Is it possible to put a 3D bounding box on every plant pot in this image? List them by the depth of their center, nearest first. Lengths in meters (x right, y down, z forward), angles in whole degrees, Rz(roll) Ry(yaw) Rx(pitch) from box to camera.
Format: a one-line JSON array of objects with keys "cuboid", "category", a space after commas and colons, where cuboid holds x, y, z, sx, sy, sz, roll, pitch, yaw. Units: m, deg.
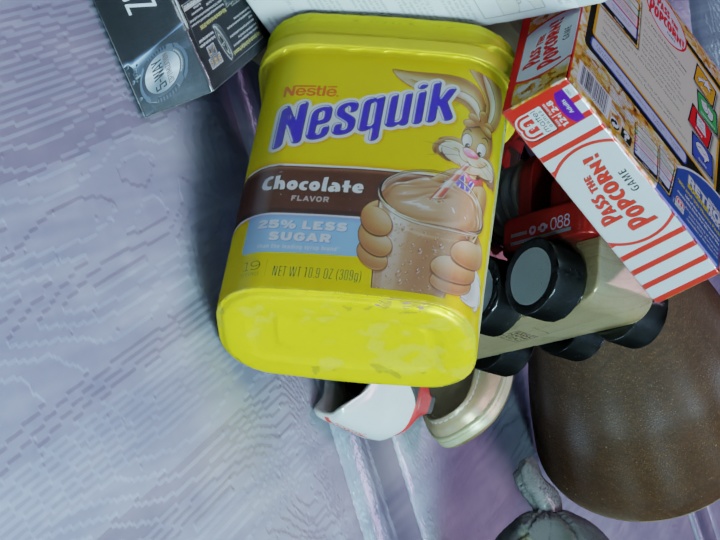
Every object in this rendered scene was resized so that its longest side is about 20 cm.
[{"cuboid": [0.199, 0.055, 1.645, 0.200, 0.187, 0.187, 65, 15, -49], "category": "plant pot"}]

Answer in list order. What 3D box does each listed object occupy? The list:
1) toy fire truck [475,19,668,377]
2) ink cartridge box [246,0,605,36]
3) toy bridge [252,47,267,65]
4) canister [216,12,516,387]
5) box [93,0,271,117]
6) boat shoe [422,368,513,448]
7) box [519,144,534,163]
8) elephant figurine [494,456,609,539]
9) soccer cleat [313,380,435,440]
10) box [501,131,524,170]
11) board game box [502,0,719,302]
[{"cuboid": [0.090, -0.053, 1.363, 0.129, 0.176, 0.200, 17, 69, -36], "category": "toy fire truck"}, {"cuboid": [0.016, -0.194, 1.224, 0.163, 0.200, 0.057, 53, 32, -45], "category": "ink cartridge box"}, {"cuboid": [-0.052, -0.139, 1.401, 0.067, 0.027, 0.200, 31, 43, -66], "category": "toy bridge"}, {"cuboid": [0.006, -0.039, 1.223, 0.087, 0.148, 0.200, 86, 10, -51], "category": "canister"}, {"cuboid": [-0.106, -0.188, 1.256, 0.200, 0.043, 0.160, -58, 127, -69], "category": "box"}, {"cuboid": [0.056, 0.036, 1.485, 0.065, 0.072, 0.200, 46, 27, -30], "category": "boat shoe"}, {"cuboid": [0.098, -0.080, 1.595, 0.200, 0.038, 0.137, -112, -156, -48], "category": "box"}, {"cuboid": [0.131, 0.252, 1.423, 0.141, 0.155, 0.200, 31, -19, 31], "category": "elephant figurine"}, {"cuboid": [0.000, 0.000, 1.317, 0.085, 0.069, 0.200, 9, 76, -51], "category": "soccer cleat"}, {"cuboid": [0.059, -0.150, 1.385, 0.039, 0.137, 0.200, 45, -50, 45], "category": "box"}, {"cuboid": [0.155, -0.100, 1.291, 0.152, 0.046, 0.200, 49, 31, -22], "category": "board game box"}]
